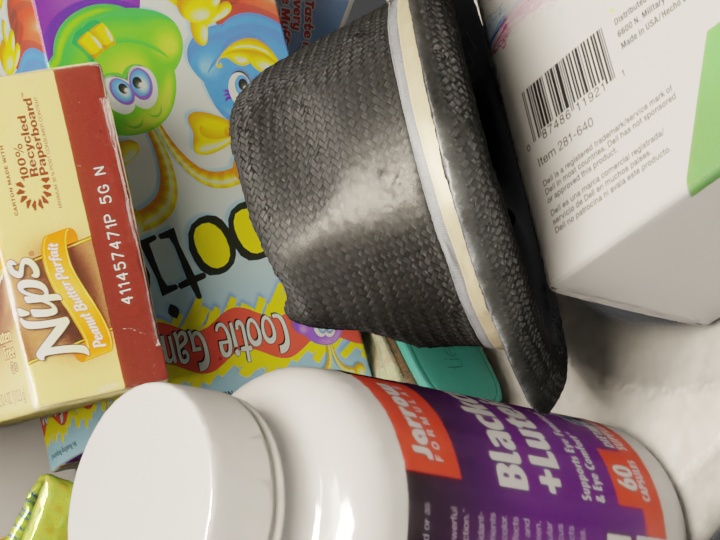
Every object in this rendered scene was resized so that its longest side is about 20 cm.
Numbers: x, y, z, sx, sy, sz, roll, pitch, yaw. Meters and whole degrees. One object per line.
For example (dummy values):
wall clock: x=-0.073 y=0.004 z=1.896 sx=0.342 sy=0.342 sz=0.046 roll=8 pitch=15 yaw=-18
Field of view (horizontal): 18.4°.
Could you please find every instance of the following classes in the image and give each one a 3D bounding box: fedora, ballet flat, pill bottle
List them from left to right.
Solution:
ballet flat: x=0.000 y=0.000 z=0.907 sx=0.062 sy=0.067 sz=0.200 roll=-54 pitch=42 yaw=41
pill bottle: x=0.006 y=0.093 z=0.757 sx=0.111 sy=0.200 sz=0.111 roll=-18 pitch=66 yaw=48
fedora: x=0.009 y=-0.030 z=0.791 sx=0.092 sy=0.201 sz=0.201 roll=-16 pitch=61 yaw=9

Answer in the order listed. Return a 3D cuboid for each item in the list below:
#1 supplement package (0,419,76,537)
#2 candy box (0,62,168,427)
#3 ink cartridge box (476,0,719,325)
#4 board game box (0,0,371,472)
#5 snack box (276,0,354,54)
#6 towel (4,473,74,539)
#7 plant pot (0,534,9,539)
supplement package: x=-0.205 y=0.093 z=1.016 sx=0.120 sy=0.121 sz=0.200 roll=32 pitch=142 yaw=51
candy box: x=-0.143 y=0.002 z=0.836 sx=0.200 sy=0.055 sz=0.115 roll=-17 pitch=84 yaw=62
ink cartridge box: x=0.118 y=-0.105 z=0.769 sx=0.145 sy=0.084 sz=0.200 roll=-38 pitch=53 yaw=40
board game box: x=-0.084 y=-0.034 z=0.885 sx=0.105 sy=0.103 sz=0.200 roll=-31 pitch=72 yaw=61
snack box: x=-0.044 y=-0.108 z=0.985 sx=0.024 sy=0.072 sz=0.200 roll=36 pitch=108 yaw=55
towel: x=-0.053 y=0.171 z=0.797 sx=0.023 sy=0.200 sz=0.144 roll=-11 pitch=54 yaw=65
plant pot: x=-0.080 y=0.202 z=0.875 sx=0.186 sy=0.186 sz=0.200 roll=-29 pitch=71 yaw=44
